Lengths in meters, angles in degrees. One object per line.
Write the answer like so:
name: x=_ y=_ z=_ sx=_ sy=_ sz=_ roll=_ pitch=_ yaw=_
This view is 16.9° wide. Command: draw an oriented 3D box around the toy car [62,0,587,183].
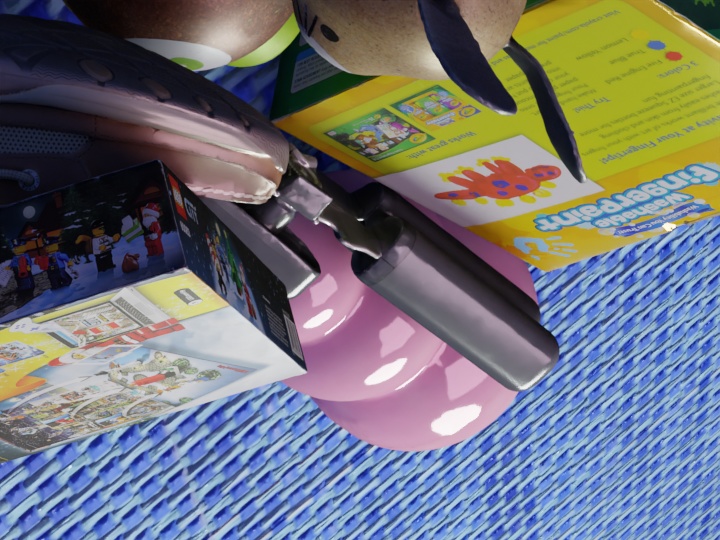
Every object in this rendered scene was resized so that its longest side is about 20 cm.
toy car: x=-0.003 y=-0.100 z=0.840 sx=0.158 sy=0.200 sz=0.164 roll=-49 pitch=155 yaw=10

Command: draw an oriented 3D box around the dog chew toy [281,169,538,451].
dog chew toy: x=-0.001 y=0.011 z=1.128 sx=0.125 sy=0.125 sz=0.200 roll=-49 pitch=145 yaw=10

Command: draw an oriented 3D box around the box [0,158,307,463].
box: x=-0.104 y=0.021 z=0.836 sx=0.135 sy=0.038 sz=0.200 roll=-16 pitch=166 yaw=6

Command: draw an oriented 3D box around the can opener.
can opener: x=0.000 y=0.000 z=1.035 sx=0.067 sy=0.053 sz=0.200 roll=-43 pitch=127 yaw=14

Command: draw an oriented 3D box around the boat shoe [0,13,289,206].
boat shoe: x=-0.123 y=-0.045 z=0.805 sx=0.198 sy=0.076 sz=0.072 roll=11 pitch=107 yaw=-17

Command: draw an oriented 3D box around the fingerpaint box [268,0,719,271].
fingerpaint box: x=0.091 y=-0.083 z=0.977 sx=0.166 sy=0.074 sz=0.199 roll=27 pitch=151 yaw=-33
